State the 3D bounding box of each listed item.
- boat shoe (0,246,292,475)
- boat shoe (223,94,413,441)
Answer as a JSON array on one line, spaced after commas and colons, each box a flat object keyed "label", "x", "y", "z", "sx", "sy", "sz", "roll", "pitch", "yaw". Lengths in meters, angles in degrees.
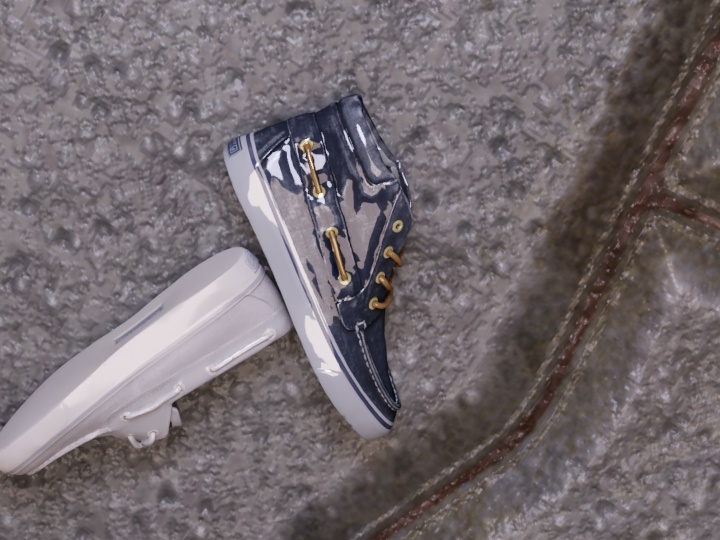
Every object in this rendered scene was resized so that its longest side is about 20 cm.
[{"label": "boat shoe", "x": -0.129, "y": 0.068, "z": 1.214, "sx": 0.200, "sy": 0.072, "sz": 0.069, "roll": -38, "pitch": 106, "yaw": -1}, {"label": "boat shoe", "x": 0.000, "y": 0.000, "z": 1.193, "sx": 0.091, "sy": 0.071, "sz": 0.201, "roll": -23, "pitch": 105, "yaw": 8}]
